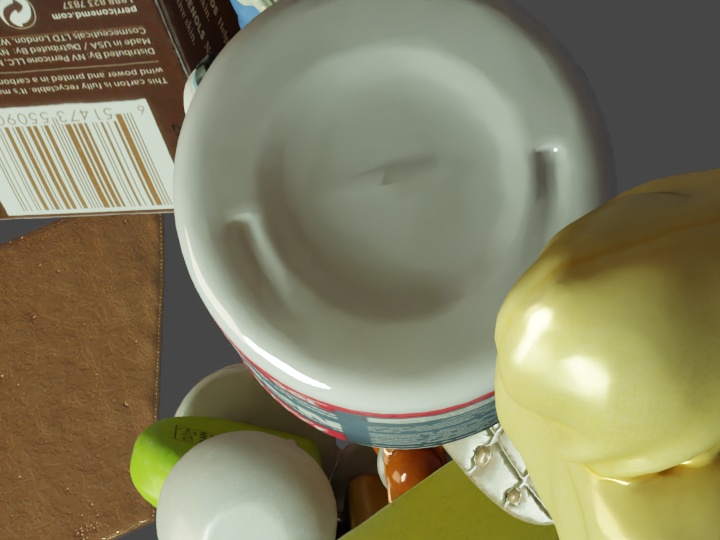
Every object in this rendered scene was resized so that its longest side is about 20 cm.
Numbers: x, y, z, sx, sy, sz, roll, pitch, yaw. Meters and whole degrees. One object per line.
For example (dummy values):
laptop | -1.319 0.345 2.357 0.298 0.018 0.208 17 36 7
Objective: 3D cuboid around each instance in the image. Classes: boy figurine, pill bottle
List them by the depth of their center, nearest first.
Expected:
boy figurine | 0.070 0.044 0.587 0.200 0.064 0.125 70 177 -50
pill bottle | 0.012 -0.008 0.770 0.200 0.119 0.120 76 171 -81

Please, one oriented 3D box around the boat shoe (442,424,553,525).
boat shoe | 0.043 -0.006 0.918 0.067 0.072 0.201 -5 -116 -56

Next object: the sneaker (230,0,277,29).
sneaker | 0.000 -0.070 1.105 0.200 0.077 0.111 60 180 29

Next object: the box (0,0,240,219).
box | -0.131 -0.152 1.335 0.201 0.165 0.165 -72 -29 -42

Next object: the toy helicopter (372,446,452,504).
toy helicopter | 0.007 0.042 1.104 0.200 0.079 0.133 50 -156 -34

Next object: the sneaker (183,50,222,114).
sneaker | 0.000 0.000 0.988 0.200 0.072 0.072 45 -148 -13

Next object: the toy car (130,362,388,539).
toy car | -0.025 0.145 1.244 0.175 0.199 0.151 -97 29 -74

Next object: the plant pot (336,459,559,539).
plant pot | 0.057 0.188 0.990 0.177 0.200 0.200 54 174 18
